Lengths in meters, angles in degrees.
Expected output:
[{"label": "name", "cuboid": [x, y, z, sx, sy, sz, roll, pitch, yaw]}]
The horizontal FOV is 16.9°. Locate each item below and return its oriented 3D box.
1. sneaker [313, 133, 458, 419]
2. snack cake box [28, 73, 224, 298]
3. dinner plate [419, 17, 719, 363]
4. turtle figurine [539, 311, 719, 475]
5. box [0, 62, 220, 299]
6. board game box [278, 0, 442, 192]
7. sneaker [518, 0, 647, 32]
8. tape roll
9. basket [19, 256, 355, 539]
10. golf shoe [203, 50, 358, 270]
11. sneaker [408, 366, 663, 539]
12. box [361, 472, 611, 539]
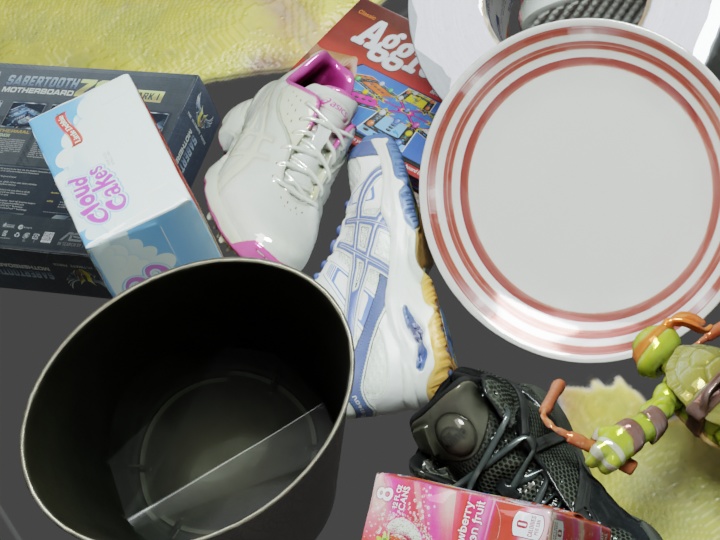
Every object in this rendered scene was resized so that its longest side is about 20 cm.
[{"label": "sneaker", "cuboid": [0.000, 0.000, 1.455, 0.088, 0.075, 0.200, -16, 48, 7]}, {"label": "snack cake box", "cuboid": [-0.114, -0.003, 1.412, 0.067, 0.200, 0.115, -26, 48, -2]}, {"label": "dinner plate", "cuboid": [0.133, -0.046, 1.412, 0.200, 0.024, 0.201, 2, 97, 15]}, {"label": "turtle figurine", "cuboid": [0.206, 0.074, 1.313, 0.161, 0.064, 0.200, 43, 42, 24]}, {"label": "box", "cuboid": [-0.211, -0.062, 1.592, 0.200, 0.051, 0.158, 5, 55, 23]}, {"label": "board game box", "cuboid": [0.042, -0.104, 1.562, 0.200, 0.019, 0.103, 29, 65, 35]}, {"label": "sneaker", "cuboid": [0.196, -0.214, 1.559, 0.200, 0.075, 0.105, -12, 55, 15]}, {"label": "tape roll", "cuboid": [0.132, -0.161, 1.477, 0.200, 0.066, 0.201, -4, 75, 17]}, {"label": "basket", "cuboid": [-0.077, 0.093, 1.304, 0.180, 0.200, 0.136, -32, 73, -4]}, {"label": "golf shoe", "cuboid": [-0.044, -0.069, 1.481, 0.092, 0.075, 0.200, -43, 24, 23]}, {"label": "sneaker", "cuboid": [0.089, 0.125, 1.290, 0.076, 0.114, 0.200, -48, 46, 19]}, {"label": "box", "cuboid": [0.046, 0.210, 1.207, 0.099, 0.095, 0.201, 10, 83, 25]}]
